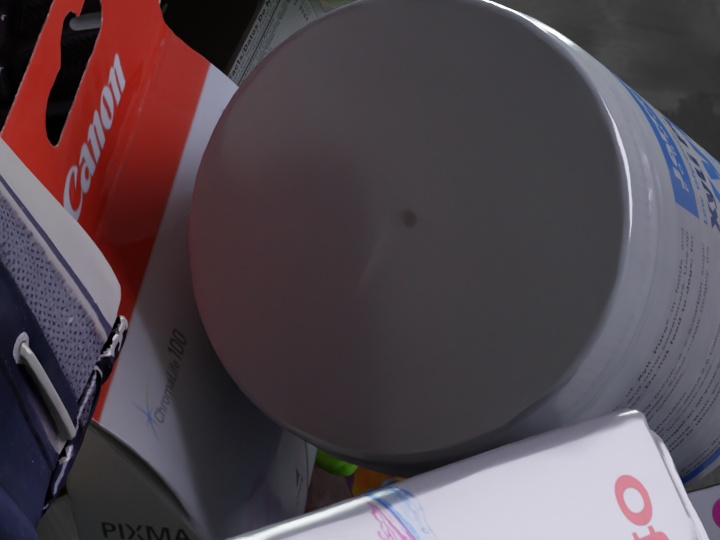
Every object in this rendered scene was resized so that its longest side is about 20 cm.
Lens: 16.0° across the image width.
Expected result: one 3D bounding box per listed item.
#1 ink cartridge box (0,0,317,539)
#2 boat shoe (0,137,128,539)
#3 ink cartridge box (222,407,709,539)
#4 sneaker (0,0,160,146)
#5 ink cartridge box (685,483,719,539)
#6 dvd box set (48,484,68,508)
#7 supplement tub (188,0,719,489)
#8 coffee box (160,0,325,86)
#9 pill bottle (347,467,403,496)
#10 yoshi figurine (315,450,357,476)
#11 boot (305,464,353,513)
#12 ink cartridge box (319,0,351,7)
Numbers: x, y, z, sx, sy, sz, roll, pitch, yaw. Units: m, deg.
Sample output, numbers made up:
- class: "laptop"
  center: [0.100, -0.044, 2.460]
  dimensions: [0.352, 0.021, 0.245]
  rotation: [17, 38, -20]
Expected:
- class: "ink cartridge box"
  center: [-0.048, 0.005, 0.731]
  dimensions: [0.163, 0.057, 0.201]
  rotation: [-78, 169, -48]
- class: "boat shoe"
  center: [-0.126, -0.012, 0.554]
  dimensions: [0.200, 0.074, 0.093]
  rotation: [47, 35, -31]
- class: "ink cartridge box"
  center: [0.008, 0.130, 0.598]
  dimensions: [0.199, 0.084, 0.146]
  rotation: [-14, 76, -44]
- class: "sneaker"
  center: [-0.104, -0.048, 0.849]
  dimensions: [0.116, 0.075, 0.202]
  rotation: [-124, -151, -71]
- class: "ink cartridge box"
  center: [0.069, 0.101, 0.823]
  dimensions: [0.095, 0.199, 0.037]
  rotation: [124, -47, -73]
- class: "dvd box set"
  center: [-0.133, -0.023, 0.709]
  dimensions: [0.146, 0.029, 0.201]
  rotation: [-11, 76, -85]
- class: "supplement tub"
  center: [0.046, 0.002, 0.761]
  dimensions: [0.133, 0.131, 0.200]
  rotation: [67, 15, 16]
- class: "coffee box"
  center: [-0.076, -0.086, 0.980]
  dimensions: [0.114, 0.080, 0.200]
  rotation: [25, -7, 12]
- class: "pill bottle"
  center: [-0.011, 0.042, 1.189]
  dimensions: [0.111, 0.111, 0.201]
  rotation: [-48, 114, -84]
- class: "yoshi figurine"
  center: [0.008, 0.011, 0.940]
  dimensions: [0.200, 0.111, 0.113]
  rotation: [20, 58, -57]
- class: "boot"
  center: [-0.034, 0.086, 0.967]
  dimensions: [0.167, 0.072, 0.201]
  rotation: [-111, 177, -52]
- class: "ink cartridge box"
  center: [-0.033, -0.167, 0.891]
  dimensions: [0.145, 0.084, 0.200]
  rotation: [30, -5, -10]
